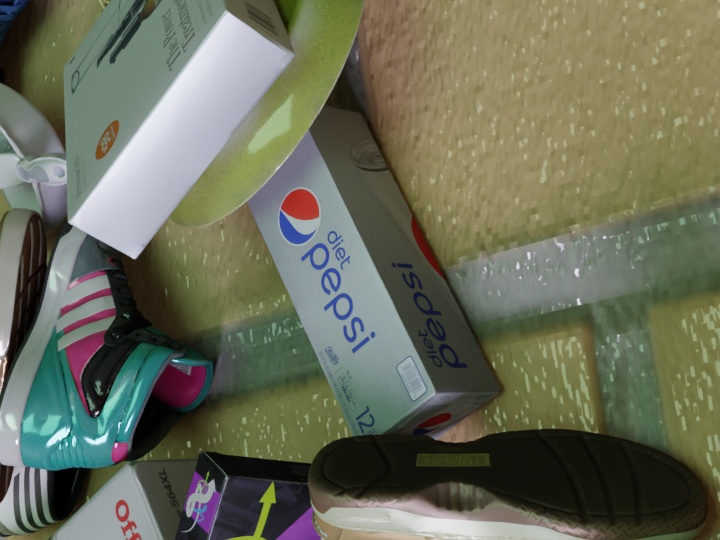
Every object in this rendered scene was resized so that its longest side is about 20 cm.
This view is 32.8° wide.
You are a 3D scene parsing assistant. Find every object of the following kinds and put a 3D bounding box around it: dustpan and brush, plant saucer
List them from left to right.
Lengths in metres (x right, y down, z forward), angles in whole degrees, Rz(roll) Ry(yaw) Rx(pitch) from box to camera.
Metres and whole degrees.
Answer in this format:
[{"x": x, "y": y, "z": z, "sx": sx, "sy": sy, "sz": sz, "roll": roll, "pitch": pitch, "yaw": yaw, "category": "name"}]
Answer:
[{"x": -0.233, "y": -0.073, "z": 0.844, "sx": 0.198, "sy": 0.057, "sz": 0.141, "roll": -1, "pitch": 118, "yaw": 46, "category": "dustpan and brush"}, {"x": -0.073, "y": -0.122, "z": 0.741, "sx": 0.199, "sy": 0.031, "sz": 0.202, "roll": -37, "pitch": 37, "yaw": 34, "category": "plant saucer"}]

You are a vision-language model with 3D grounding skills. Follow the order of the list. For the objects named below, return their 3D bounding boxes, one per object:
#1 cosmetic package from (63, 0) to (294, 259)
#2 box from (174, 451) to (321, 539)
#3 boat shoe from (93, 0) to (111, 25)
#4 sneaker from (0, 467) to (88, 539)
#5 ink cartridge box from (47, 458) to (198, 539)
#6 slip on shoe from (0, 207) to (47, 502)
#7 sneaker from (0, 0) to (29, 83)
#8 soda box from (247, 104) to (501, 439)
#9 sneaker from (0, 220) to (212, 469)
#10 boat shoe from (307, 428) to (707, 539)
[{"x": -0.117, "y": -0.124, "z": 0.730, "sx": 0.151, "sy": 0.051, "sz": 0.201, "roll": -51, "pitch": 31, "yaw": 20, "category": "cosmetic package"}, {"x": -0.049, "y": 0.205, "z": 0.676, "sx": 0.036, "sy": 0.142, "sz": 0.203, "roll": 29, "pitch": 104, "yaw": 52, "category": "box"}, {"x": -0.150, "y": -0.199, "z": 0.839, "sx": 0.074, "sy": 0.069, "sz": 0.201, "roll": 47, "pitch": 113, "yaw": 30, "category": "boat shoe"}, {"x": -0.246, "y": 0.090, "z": 0.895, "sx": 0.114, "sy": 0.075, "sz": 0.203, "roll": -16, "pitch": 84, "yaw": 26, "category": "sneaker"}, {"x": -0.151, "y": 0.236, "z": 0.788, "sx": 0.200, "sy": 0.084, "sz": 0.147, "roll": -42, "pitch": 62, "yaw": 26, "category": "ink cartridge box"}, {"x": -0.255, "y": 0.056, "z": 0.818, "sx": 0.060, "sy": 0.076, "sz": 0.203, "roll": 10, "pitch": 98, "yaw": 1, "category": "slip on shoe"}, {"x": -0.287, "y": -0.185, "z": 0.936, "sx": 0.198, "sy": 0.076, "sz": 0.113, "roll": -21, "pitch": 67, "yaw": 38, "category": "sneaker"}, {"x": 0.000, "y": 0.000, "z": 0.706, "sx": 0.063, "sy": 0.068, "sz": 0.202, "roll": -40, "pitch": 63, "yaw": 30, "category": "soda box"}, {"x": -0.153, "y": 0.042, "z": 0.807, "sx": 0.119, "sy": 0.084, "sz": 0.202, "roll": 10, "pitch": 59, "yaw": 3, "category": "sneaker"}, {"x": 0.074, "y": 0.128, "z": 0.624, "sx": 0.197, "sy": 0.072, "sz": 0.077, "roll": 3, "pitch": 121, "yaw": 14, "category": "boat shoe"}]
